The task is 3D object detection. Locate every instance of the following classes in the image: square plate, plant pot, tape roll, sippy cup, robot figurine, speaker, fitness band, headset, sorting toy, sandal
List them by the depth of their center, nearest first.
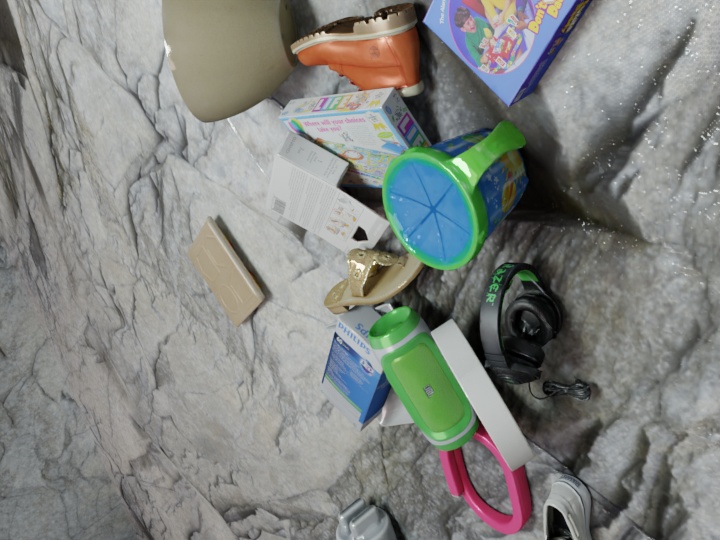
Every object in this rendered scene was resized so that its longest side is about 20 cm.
[{"bbox_3d":[0.114,-0.090,0.824,0.176,0.130,0.142,7,123,48],"label":"sippy cup"},{"bbox_3d":[0.205,0.082,0.867,0.093,0.124,0.201,4,137,39],"label":"headset"},{"bbox_3d":[0.155,0.157,0.950,0.205,0.037,0.203,59,-176,-6],"label":"tape roll"},{"bbox_3d":[-0.155,-0.303,0.970,0.132,0.201,0.204,-3,121,11],"label":"plant pot"},{"bbox_3d":[0.090,0.153,1.045,0.088,0.088,0.202,-9,117,53],"label":"speaker"},{"bbox_3d":[-0.002,0.004,1.057,0.069,0.078,0.210,41,142,-20],"label":"sandal"},{"bbox_3d":[0.188,0.312,1.127,0.142,0.037,0.203,9,124,47],"label":"fitness band"},{"bbox_3d":[0.045,0.153,1.188,0.199,0.028,0.200,-23,98,55],"label":"square plate"},{"bbox_3d":[0.020,0.546,1.447,0.169,0.112,0.203,14,127,57],"label":"robot figurine"},{"bbox_3d":[-0.261,0.004,1.451,0.187,0.036,0.200,55,150,4],"label":"sorting toy"}]

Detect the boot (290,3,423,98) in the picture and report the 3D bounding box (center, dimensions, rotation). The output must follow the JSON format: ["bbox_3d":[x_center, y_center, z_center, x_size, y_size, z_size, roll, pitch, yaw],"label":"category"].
[{"bbox_3d":[-0.006,-0.252,0.903,0.198,0.075,0.109,11,130,45],"label":"boot"}]

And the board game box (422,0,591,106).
[{"bbox_3d":[0.152,-0.279,0.705,0.135,0.044,0.201,48,144,14],"label":"board game box"}]

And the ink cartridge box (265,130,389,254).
[{"bbox_3d":[-0.045,-0.096,1.045,0.174,0.045,0.200,30,162,-3],"label":"ink cartridge box"}]

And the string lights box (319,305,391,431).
[{"bbox_3d":[0.001,0.154,1.166,0.103,0.059,0.202,42,142,21],"label":"string lights box"}]

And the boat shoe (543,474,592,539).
[{"bbox_3d":[0.287,0.380,1.030,0.071,0.065,0.203,20,131,40],"label":"boat shoe"}]

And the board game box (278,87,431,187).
[{"bbox_3d":[0.000,-0.163,0.946,0.198,0.035,0.135,9,148,47],"label":"board game box"}]
